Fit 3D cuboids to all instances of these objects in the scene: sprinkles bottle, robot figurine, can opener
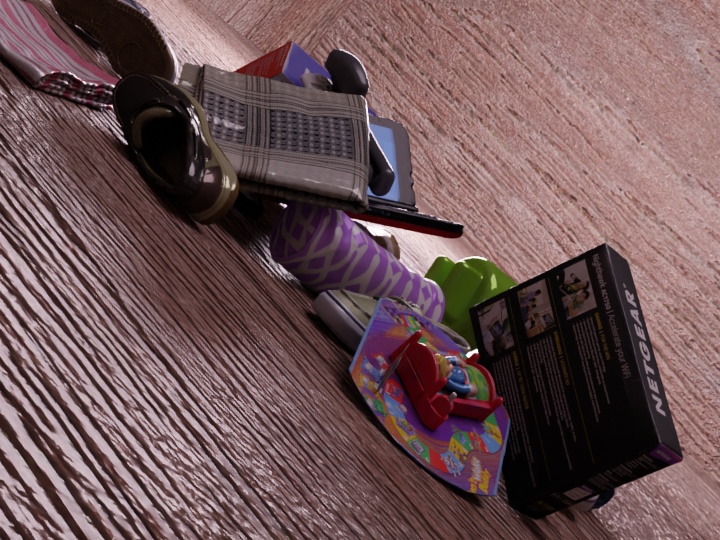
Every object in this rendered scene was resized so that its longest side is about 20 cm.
[{"bbox_3d":[-0.002,-0.019,1.582,0.068,0.068,0.200,42,7,7],"label":"sprinkles bottle"},{"bbox_3d":[0.156,0.063,1.757,0.200,0.116,0.175,37,-12,-30],"label":"robot figurine"},{"bbox_3d":[-0.010,-0.159,1.486,0.053,0.067,0.201,10,33,-29],"label":"can opener"}]

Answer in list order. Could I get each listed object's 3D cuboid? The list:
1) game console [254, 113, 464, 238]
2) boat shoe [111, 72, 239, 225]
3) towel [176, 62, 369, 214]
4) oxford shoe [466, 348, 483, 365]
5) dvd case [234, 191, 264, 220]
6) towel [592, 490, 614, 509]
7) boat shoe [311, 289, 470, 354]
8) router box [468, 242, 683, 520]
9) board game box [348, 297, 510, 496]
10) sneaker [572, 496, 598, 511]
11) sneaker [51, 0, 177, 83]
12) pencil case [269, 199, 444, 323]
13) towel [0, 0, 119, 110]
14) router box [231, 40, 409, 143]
[{"bbox_3d":[-0.002,-0.113,1.508,0.198,0.120,0.172,10,2,-30],"label":"game console"},{"bbox_3d":[-0.171,-0.121,1.262,0.200,0.073,0.065,48,4,40],"label":"boat shoe"},{"bbox_3d":[-0.087,-0.135,1.375,0.198,0.035,0.193,10,38,-7],"label":"towel"},{"bbox_3d":[0.075,0.112,1.282,0.200,0.057,0.076,-12,81,-65],"label":"oxford shoe"},{"bbox_3d":[-0.165,-0.125,1.540,0.142,0.018,0.200,39,7,-15],"label":"dvd case"},{"bbox_3d":[0.192,0.173,1.566,0.200,0.049,0.112,45,7,26],"label":"towel"},{"bbox_3d":[0.029,0.054,1.334,0.200,0.062,0.072,32,11,-50],"label":"boat shoe"},{"bbox_3d":[0.183,0.096,1.263,0.051,0.148,0.202,31,40,-47],"label":"router box"},{"bbox_3d":[0.072,0.091,1.180,0.158,0.039,0.200,42,26,-8],"label":"board game box"},{"bbox_3d":[0.228,0.140,1.461,0.072,0.115,0.201,22,36,-13],"label":"sneaker"},{"bbox_3d":[-0.262,-0.267,1.671,0.200,0.070,0.108,42,8,23],"label":"sneaker"},{"bbox_3d":[0.000,0.000,1.402,0.200,0.083,0.086,38,42,-37],"label":"pencil case"},{"bbox_3d":[-0.295,-0.209,1.290,0.146,0.030,0.200,42,7,8],"label":"towel"},{"bbox_3d":[-0.075,-0.159,1.666,0.200,0.179,0.049,37,53,-31],"label":"router box"}]
